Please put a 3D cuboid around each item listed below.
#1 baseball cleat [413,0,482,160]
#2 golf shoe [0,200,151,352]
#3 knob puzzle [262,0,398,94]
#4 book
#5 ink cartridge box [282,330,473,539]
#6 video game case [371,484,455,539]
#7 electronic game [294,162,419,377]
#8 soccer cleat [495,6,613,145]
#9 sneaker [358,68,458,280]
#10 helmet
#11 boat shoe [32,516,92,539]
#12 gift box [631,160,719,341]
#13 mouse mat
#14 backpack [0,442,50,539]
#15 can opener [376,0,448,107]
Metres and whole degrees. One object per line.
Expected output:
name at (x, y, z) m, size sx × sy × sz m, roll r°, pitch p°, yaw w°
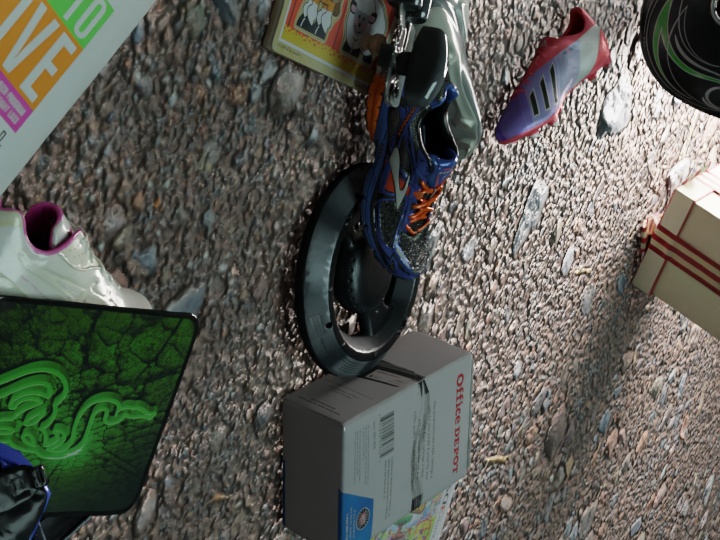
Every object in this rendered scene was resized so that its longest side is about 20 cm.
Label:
baseball cleat at (0.086, -0.191, 1.406) m, size 0.201 × 0.069 × 0.107 m, roll 77°, pitch 26°, yaw -56°
golf shoe at (-0.202, 0.005, 1.027) m, size 0.199 × 0.075 × 0.092 m, roll 14°, pitch 102°, yaw -61°
knob puzzle at (0.004, -0.262, 1.268) m, size 0.219 × 0.030 × 0.222 m, roll -35°, pitch 134°, yaw -46°
book at (-0.229, -0.148, 0.940) m, size 0.201 × 0.048 × 0.134 m, roll -57°, pitch 144°, yaw -19°
ink cartridge box at (0.019, 0.164, 1.455) m, size 0.199 × 0.084 × 0.147 m, roll -24°, pitch 124°, yaw -44°
video game case at (0.044, 0.273, 1.639) m, size 0.199 × 0.022 × 0.184 m, roll 10°, pitch 97°, yaw -60°
electronic game at (0.000, 0.000, 1.395) m, size 0.199 × 0.041 × 0.203 m, roll -22°, pitch 116°, yaw -55°
soccer cleat at (0.199, -0.207, 1.604) m, size 0.200 × 0.066 × 0.077 m, roll -42°, pitch 109°, yaw -32°
sneaker at (0.048, -0.086, 1.333) m, size 0.075 × 0.078 × 0.203 m, roll -27°, pitch 122°, yaw -51°
helmet at (0.429, -0.297, 1.795) m, size 0.200 × 0.191 × 0.200 m, roll -46°, pitch 176°, yaw -4°
boat shoe at (-0.251, 0.192, 1.062) m, size 0.200 × 0.067 × 0.073 m, roll -38°, pitch 136°, yaw -44°
gift box at (0.501, -0.046, 2.048) m, size 0.184 × 0.186 × 0.202 m, roll -21°, pitch 139°, yaw -50°
mouse mat at (-0.202, 0.098, 1.023) m, size 0.199 × 0.007 × 0.163 m, roll 8°, pitch 106°, yaw -51°
backpack at (-0.310, 0.142, 0.850) m, size 0.199 × 0.167 × 0.164 m, roll 28°, pitch 79°, yaw -26°
can opener at (0.054, -0.233, 1.283) m, size 0.053 × 0.066 × 0.203 m, roll 51°, pitch 48°, yaw -73°
